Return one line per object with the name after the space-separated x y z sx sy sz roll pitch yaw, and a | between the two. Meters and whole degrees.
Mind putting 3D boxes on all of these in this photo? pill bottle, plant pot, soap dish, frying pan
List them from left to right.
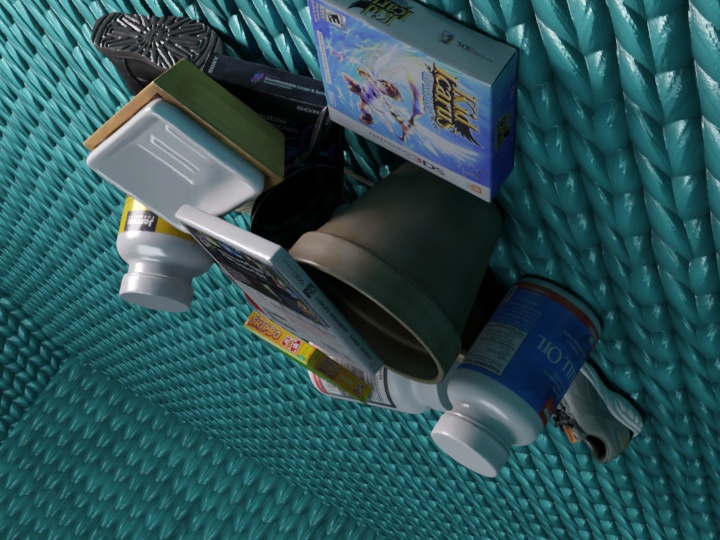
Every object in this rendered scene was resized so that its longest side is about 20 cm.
-0.214 -0.059 1.454 0.112 0.200 0.112 9 165 2 | pill bottle
-0.178 -0.125 1.304 0.157 0.081 0.200 36 152 -19 | soap dish
-0.072 -0.089 1.295 0.031 0.115 0.190 49 163 29 | frying pan
0.042 0.115 1.584 0.200 0.116 0.116 7 149 39 | pill bottle
0.048 -0.012 1.280 0.200 0.174 0.200 34 162 12 | plant pot
0.163 0.116 1.363 0.112 0.200 0.112 31 162 11 | pill bottle

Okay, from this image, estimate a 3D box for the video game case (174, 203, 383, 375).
-0.083 0.017 1.283 0.200 0.023 0.182 24 160 53 | video game case

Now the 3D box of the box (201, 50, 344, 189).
-0.089 -0.141 1.338 0.143 0.036 0.200 15 151 7 | box

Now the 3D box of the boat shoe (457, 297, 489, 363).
0.105 0.064 1.426 0.200 0.071 0.065 44 158 -29 | boat shoe

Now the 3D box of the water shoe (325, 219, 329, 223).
-0.037 -0.021 1.529 0.079 0.072 0.200 -19 138 29 | water shoe

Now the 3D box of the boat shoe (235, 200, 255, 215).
-0.113 -0.098 1.550 0.200 0.062 0.075 16 154 8 | boat shoe

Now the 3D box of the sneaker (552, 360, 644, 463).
0.247 0.149 1.498 0.200 0.079 0.074 41 163 -15 | sneaker

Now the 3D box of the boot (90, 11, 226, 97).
-0.188 -0.198 1.413 0.165 0.066 0.200 20 159 25 | boot

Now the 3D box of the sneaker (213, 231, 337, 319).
-0.073 0.020 1.450 0.200 0.071 0.112 18 153 45 | sneaker

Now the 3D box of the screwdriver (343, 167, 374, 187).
-0.019 -0.116 1.410 0.200 0.029 0.028 24 160 6 | screwdriver

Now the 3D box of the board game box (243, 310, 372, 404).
-0.055 0.105 1.487 0.096 0.030 0.200 29 171 27 | board game box

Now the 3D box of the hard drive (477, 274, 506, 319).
0.091 0.008 1.484 0.200 0.038 0.140 42 161 -23 | hard drive

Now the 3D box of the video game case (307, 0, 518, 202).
0.048 -0.160 1.120 0.181 0.045 0.200 28 161 17 | video game case

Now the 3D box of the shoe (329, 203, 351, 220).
0.000 0.000 1.433 0.091 0.071 0.200 4 146 41 | shoe
